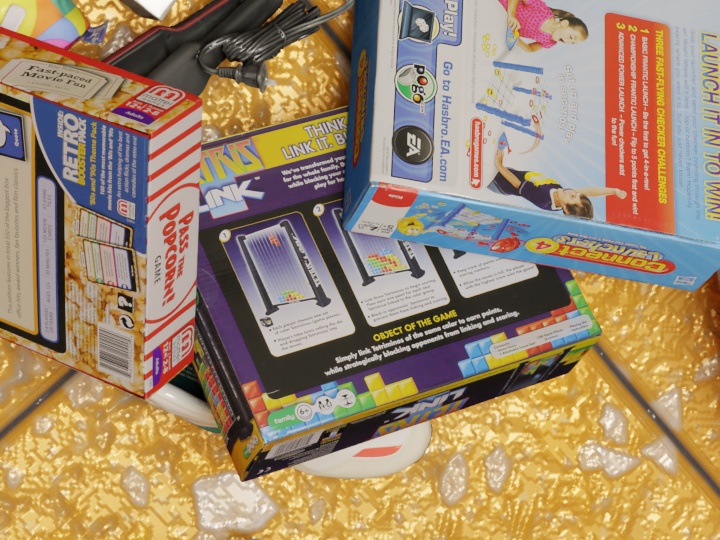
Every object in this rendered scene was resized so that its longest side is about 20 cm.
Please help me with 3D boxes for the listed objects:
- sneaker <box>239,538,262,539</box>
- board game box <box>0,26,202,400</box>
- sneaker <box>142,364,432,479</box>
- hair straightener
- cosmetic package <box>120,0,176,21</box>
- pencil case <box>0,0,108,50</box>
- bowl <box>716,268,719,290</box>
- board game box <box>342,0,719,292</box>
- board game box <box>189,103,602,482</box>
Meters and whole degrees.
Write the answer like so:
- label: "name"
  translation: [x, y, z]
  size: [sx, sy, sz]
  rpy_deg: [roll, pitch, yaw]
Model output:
- label: "sneaker"
  translation: [-0.098, 0.255, 1.134]
  size: [0.130, 0.080, 0.200]
  rpy_deg: [-8, 83, -10]
- label: "board game box"
  translation: [-0.174, -0.040, 1.014]
  size: [0.200, 0.046, 0.152]
  rpy_deg: [21, 126, 22]
- label: "sneaker"
  translation: [-0.050, 0.070, 1.114]
  size: [0.200, 0.093, 0.070]
  rpy_deg: [23, 93, -13]
- label: "hair straightener"
  translation: [-0.067, -0.107, 1.074]
  size: [0.200, 0.077, 0.041]
  rpy_deg: [-35, 142, -33]
- label: "cosmetic package"
  translation: [-0.076, -0.229, 1.063]
  size: [0.073, 0.104, 0.200]
  rpy_deg: [36, 91, -15]
- label: "pencil case"
  translation: [-0.219, -0.171, 1.050]
  size: [0.088, 0.088, 0.200]
  rpy_deg: [-39, 101, -4]
- label: "bowl"
  translation: [0.263, 0.005, 1.135]
  size: [0.200, 0.075, 0.200]
  rpy_deg: [-46, 130, -37]
- label: "board game box"
  translation: [0.095, -0.102, 1.090]
  size: [0.196, 0.056, 0.200]
  rpy_deg: [10, 62, -13]
- label: "board game box"
  translation: [0.000, 0.000, 1.074]
  size: [0.200, 0.057, 0.165]
  rpy_deg: [-16, 68, -24]
